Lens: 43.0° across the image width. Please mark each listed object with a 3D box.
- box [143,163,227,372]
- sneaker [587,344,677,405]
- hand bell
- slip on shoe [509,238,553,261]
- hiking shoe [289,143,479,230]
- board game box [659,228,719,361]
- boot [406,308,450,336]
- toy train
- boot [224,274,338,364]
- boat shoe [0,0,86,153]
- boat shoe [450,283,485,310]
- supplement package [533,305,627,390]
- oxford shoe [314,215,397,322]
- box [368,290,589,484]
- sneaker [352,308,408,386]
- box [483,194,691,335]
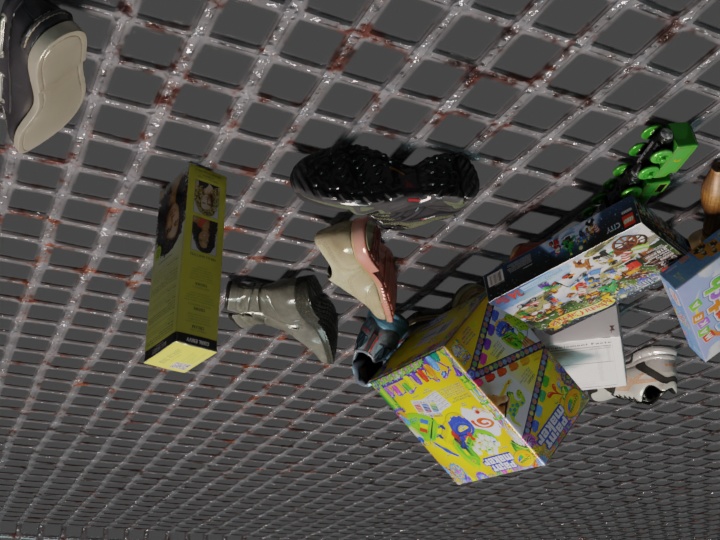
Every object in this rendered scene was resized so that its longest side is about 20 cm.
[{"bbox_3d":[-0.180,-0.003,0.948,0.050,0.203,0.075,17,148,-33],"label":"box"},{"bbox_3d":[0.446,0.190,1.518,0.073,0.081,0.200,8,154,-23],"label":"sneaker"},{"bbox_3d":[0.401,-0.049,1.048,0.102,0.105,0.201,-7,141,12],"label":"hand bell"},{"bbox_3d":[0.274,-0.018,1.106,0.197,0.062,0.074,-9,146,5],"label":"slip on shoe"},{"bbox_3d":[0.021,-0.074,0.960,0.197,0.077,0.101,3,150,-12],"label":"hiking shoe"},{"bbox_3d":[0.442,-0.004,1.028,0.199,0.037,0.152,-37,132,4],"label":"board game box"},{"bbox_3d":[0.155,0.139,1.329,0.197,0.140,0.077,12,152,-24],"label":"boot"},{"bbox_3d":[0.297,-0.092,0.983,0.055,0.042,0.201,-7,155,-13],"label":"toy train"},{"bbox_3d":[-0.107,0.065,1.264,0.129,0.069,0.201,-3,147,13],"label":"boot"},{"bbox_3d":[-0.283,-0.170,0.792,0.063,0.073,0.200,48,150,-1],"label":"boat shoe"},{"bbox_3d":[0.199,0.091,1.257,0.072,0.076,0.200,-47,126,1],"label":"boat shoe"},{"bbox_3d":[0.299,0.080,1.248,0.112,0.111,0.200,-7,153,15],"label":"supplement package"},{"bbox_3d":[0.000,0.000,1.128,0.073,0.072,0.201,-4,144,15],"label":"oxford shoe"},{"bbox_3d":[0.149,0.157,1.191,0.193,0.122,0.200,49,147,-5],"label":"box"},{"bbox_3d":[0.015,0.128,1.331,0.079,0.096,0.201,26,154,16],"label":"sneaker"},{"bbox_3d":[0.259,0.001,1.040,0.199,0.038,0.136,-31,140,33],"label":"box"}]
